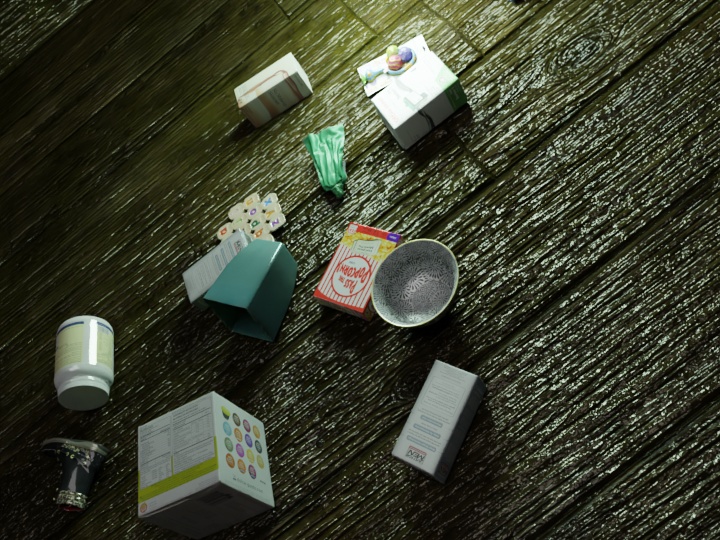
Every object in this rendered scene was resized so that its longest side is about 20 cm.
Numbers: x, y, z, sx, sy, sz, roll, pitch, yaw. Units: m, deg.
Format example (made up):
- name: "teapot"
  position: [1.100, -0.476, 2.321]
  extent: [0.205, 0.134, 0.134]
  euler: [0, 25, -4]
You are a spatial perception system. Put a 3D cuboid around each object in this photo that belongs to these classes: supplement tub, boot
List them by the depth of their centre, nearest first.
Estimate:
- name: "boot"
  position: [-0.712, 0.489, 1.811]
  extent: [0.199, 0.074, 0.157]
  euler: [-3, 56, 24]
- name: "supplement tub"
  position: [-0.703, 0.236, 1.918]
  extent: [0.143, 0.145, 0.203]
  euler: [-24, 53, 14]

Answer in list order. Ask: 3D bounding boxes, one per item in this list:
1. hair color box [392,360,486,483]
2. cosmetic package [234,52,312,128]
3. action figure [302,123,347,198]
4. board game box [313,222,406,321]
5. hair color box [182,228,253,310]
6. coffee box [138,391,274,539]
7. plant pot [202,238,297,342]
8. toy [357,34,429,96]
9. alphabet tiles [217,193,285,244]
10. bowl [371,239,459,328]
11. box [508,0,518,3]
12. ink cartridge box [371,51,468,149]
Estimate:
- name: "hair color box"
  position: [0.152, 0.287, 1.441]
  extent: [0.098, 0.061, 0.203]
  euler: [17, 70, 36]
- name: "cosmetic package"
  position: [-0.247, -0.508, 2.135]
  extent: [0.197, 0.103, 0.088]
  euler: [-31, 53, 12]
- name: "action figure"
  position: [-0.075, -0.269, 1.922]
  extent: [0.116, 0.055, 0.204]
  euler: [-22, 60, 15]
- name: "board game box"
  position: [0.000, 0.000, 1.720]
  extent: [0.149, 0.046, 0.203]
  euler: [15, 70, 35]
- name: "hair color box"
  position: [-0.350, -0.001, 1.900]
  extent: [0.198, 0.060, 0.100]
  euler: [-36, 55, 13]
- name: "coffee box"
  position: [-0.321, 0.406, 1.560]
  extent: [0.197, 0.200, 0.201]
  euler: [-26, 51, 14]
- name: "plant pot"
  position: [-0.242, 0.035, 1.783]
  extent: [0.139, 0.142, 0.203]
  euler: [10, 59, 33]
- name: "toy"
  position: [0.085, -0.560, 2.010]
  extent: [0.197, 0.047, 0.117]
  euler: [-28, 53, 13]
- name: "alphabet tiles"
  position: [-0.286, -0.112, 1.973]
  extent: [0.193, 0.015, 0.202]
  euler: [-32, 51, 9]
- name: "bowl"
  position: [0.129, 0.045, 1.588]
  extent: [0.197, 0.094, 0.205]
  euler: [-15, 55, 22]
- name: "box"
  position: [0.392, -0.834, 1.956]
  extent: [0.196, 0.118, 0.200]
  euler: [-43, 49, 0]
- name: "ink cartridge box"
  position: [0.144, -0.421, 1.868]
  extent: [0.198, 0.084, 0.147]
  euler: [-37, 50, 4]
